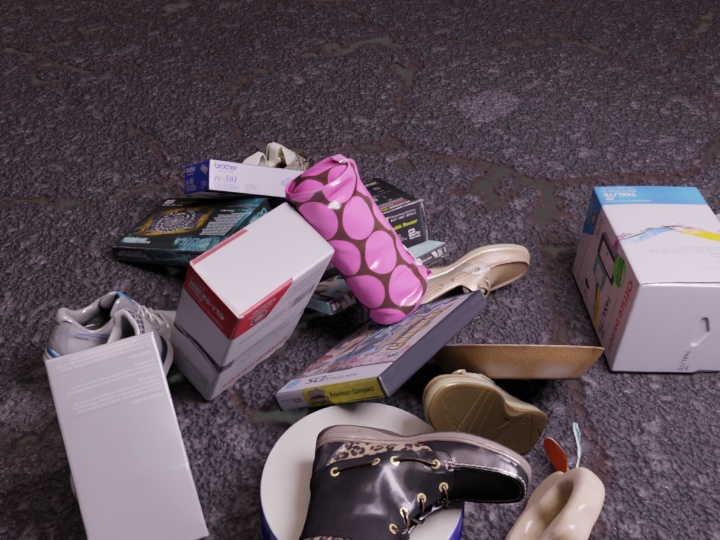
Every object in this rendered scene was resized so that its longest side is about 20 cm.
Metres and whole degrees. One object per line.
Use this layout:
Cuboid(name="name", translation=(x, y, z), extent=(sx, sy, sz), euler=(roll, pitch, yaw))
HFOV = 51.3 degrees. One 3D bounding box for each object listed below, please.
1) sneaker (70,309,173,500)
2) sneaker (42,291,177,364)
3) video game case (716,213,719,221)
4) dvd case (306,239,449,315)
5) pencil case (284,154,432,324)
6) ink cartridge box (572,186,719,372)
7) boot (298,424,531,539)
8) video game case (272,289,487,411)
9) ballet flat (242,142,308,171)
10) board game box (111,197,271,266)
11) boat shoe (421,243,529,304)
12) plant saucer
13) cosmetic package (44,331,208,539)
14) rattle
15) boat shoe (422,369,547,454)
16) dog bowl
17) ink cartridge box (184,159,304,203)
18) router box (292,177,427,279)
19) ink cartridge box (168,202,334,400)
Cuboid(name="sneaker", translation=(-0.266, 0.141, 0.792), extent=(0.075, 0.081, 0.202), euler=(0, 58, 15))
Cuboid(name="sneaker", translation=(-0.270, 0.064, 0.890), extent=(0.199, 0.088, 0.075), euler=(-10, 36, -43))
Cuboid(name="video game case", translation=(0.572, -0.021, 1.099), extent=(0.198, 0.022, 0.183), euler=(-17, 43, -23))
Cuboid(name="dvd case", translation=(0.000, 0.000, 1.010), extent=(0.199, 0.022, 0.145), euler=(-27, 22, -28))
Cuboid(name="pencil case", translation=(0.002, -0.038, 0.865), extent=(0.093, 0.201, 0.091), euler=(-36, 27, -2))
Cuboid(name="ink cartridge box", translation=(0.377, 0.008, 0.956), extent=(0.144, 0.148, 0.201), euler=(0, 38, -2))
Cuboid(name="boot", translation=(0.040, 0.209, 0.632), extent=(0.197, 0.074, 0.151), euler=(6, 38, 12))
Cuboid(name="video game case", translation=(0.022, 0.089, 0.846), extent=(0.180, 0.026, 0.199), euler=(-18, 12, 46))
Cuboid(name="ballet flat", translation=(-0.149, -0.159, 1.200), extent=(0.067, 0.076, 0.200), euler=(15, 40, 30))
Cuboid(name="board game box", translation=(-0.241, -0.057, 1.064), extent=(0.198, 0.028, 0.136), euler=(4, 39, 32))
Cuboid(name="boat shoe", translation=(0.141, 0.022, 0.997), extent=(0.198, 0.073, 0.065), euler=(-16, 47, -11))
Cuboid(name="plant saucer", translation=(0.172, 0.104, 0.845), extent=(0.197, 0.200, 0.036), euler=(1, 82, -1))
Cuboid(name="cosmetic package", translation=(-0.221, 0.171, 0.712), extent=(0.106, 0.090, 0.202), euler=(-13, 81, -19))
Cuboid(name="rattle", translation=(0.220, 0.252, 0.719), extent=(0.142, 0.131, 0.200), euler=(28, 18, 14))
Cuboid(name="boat shoe", translation=(0.121, 0.144, 0.783), extent=(0.199, 0.074, 0.063), euler=(20, 11, -44))
Cuboid(name="dog bowl", translation=(0.001, 0.229, 0.729), extent=(0.197, 0.080, 0.201), euler=(1, 39, -1))
Cuboid(name="ink cartridge box", translation=(-0.148, -0.126, 1.101), extent=(0.198, 0.045, 0.094), euler=(2, 0, -35))
Cuboid(name="router box", translation=(-0.026, -0.059, 1.047), extent=(0.198, 0.063, 0.150), euler=(-20, 24, -15))
Cuboid(name="ink cartridge box", translation=(-0.129, 0.040, 0.848), extent=(0.084, 0.201, 0.144), euler=(44, 52, 12))
